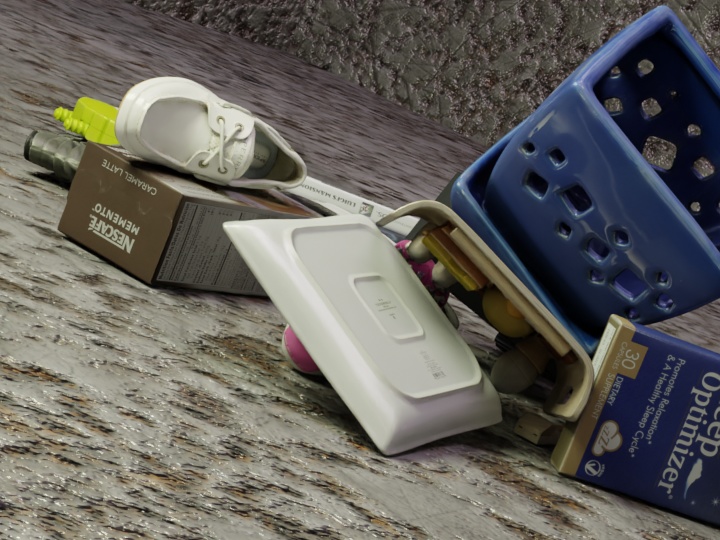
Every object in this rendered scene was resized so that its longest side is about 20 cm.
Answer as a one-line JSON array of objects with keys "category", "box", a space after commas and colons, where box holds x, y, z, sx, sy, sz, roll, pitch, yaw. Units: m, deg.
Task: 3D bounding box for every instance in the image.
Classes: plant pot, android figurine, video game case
[{"category": "plant pot", "box": [0.200, -0.059, 1.563, 0.200, 0.180, 0.200, 52, 36, -3]}, {"category": "android figurine", "box": [-0.225, -0.132, 2.101, 0.200, 0.041, 0.182, 17, 10, -28]}, {"category": "video game case", "box": [-0.046, -0.049, 1.869, 0.181, 0.023, 0.200, 20, -14, -6]}]

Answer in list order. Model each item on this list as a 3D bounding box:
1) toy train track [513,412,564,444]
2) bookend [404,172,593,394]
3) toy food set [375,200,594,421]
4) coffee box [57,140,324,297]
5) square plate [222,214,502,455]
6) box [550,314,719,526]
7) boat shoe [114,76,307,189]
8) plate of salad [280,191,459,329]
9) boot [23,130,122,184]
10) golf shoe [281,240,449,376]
[{"category": "toy train track", "box": [0.188, 0.122, 1.612, 0.115, 0.033, 0.200, 28, 12, 33]}, {"category": "bookend", "box": [0.114, -0.002, 1.737, 0.200, 0.092, 0.199, 39, -2, -21]}, {"category": "toy food set", "box": [0.088, 0.029, 1.486, 0.200, 0.060, 0.144, 47, -3, -1]}, {"category": "coffee box", "box": [-0.136, -0.039, 1.644, 0.114, 0.080, 0.200, 28, 11, 33]}, {"category": "square plate", "box": [0.012, 0.034, 1.424, 0.198, 0.028, 0.200, 53, 24, 15]}, {"category": "box", "box": [0.255, 0.122, 1.489, 0.200, 0.121, 0.032, 19, 9, -15]}, {"category": "boat shoe", "box": [-0.112, -0.104, 1.598, 0.069, 0.071, 0.200, 27, 10, 35]}, {"category": "plate of salad", "box": [0.000, 0.000, 1.767, 0.200, 0.048, 0.200, 35, -12, 9]}, {"category": "boot", "box": [-0.245, -0.089, 1.778, 0.130, 0.068, 0.200, 18, 1, 9]}, {"category": "golf shoe", "box": [-0.008, 0.044, 1.536, 0.075, 0.091, 0.200, 58, 35, 3]}]
